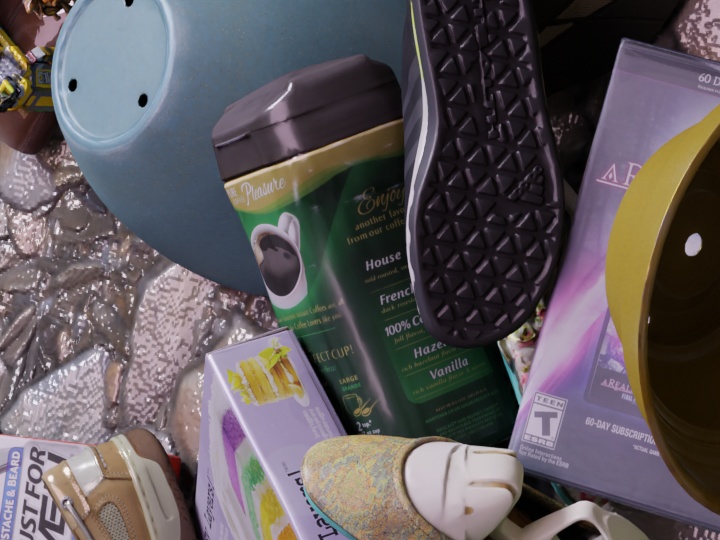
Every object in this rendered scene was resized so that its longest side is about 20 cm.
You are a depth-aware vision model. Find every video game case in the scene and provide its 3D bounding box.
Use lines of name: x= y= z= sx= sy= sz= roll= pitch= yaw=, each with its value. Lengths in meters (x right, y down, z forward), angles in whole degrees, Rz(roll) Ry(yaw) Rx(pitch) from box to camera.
video game case: x=0.158 y=0.011 z=1.212 sx=0.142 sy=0.019 sz=0.201 roll=16 pitch=94 yaw=14

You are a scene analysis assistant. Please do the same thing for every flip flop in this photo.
flip flop: x=0.075 y=-0.113 z=1.327 sx=0.200 sy=0.081 sz=0.058 roll=-42 pitch=42 yaw=35

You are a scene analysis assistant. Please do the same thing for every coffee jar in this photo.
coffee jar: x=0.000 y=0.000 z=1.306 sx=0.104 sy=0.085 sz=0.201 roll=-13 pitch=97 yaw=64

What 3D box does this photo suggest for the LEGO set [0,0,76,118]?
LEGO set: x=-0.198 y=-0.182 z=1.488 sx=0.200 sy=0.116 sz=0.154 roll=-42 pitch=71 yaw=26

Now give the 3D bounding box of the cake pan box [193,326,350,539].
cake pan box: x=-0.024 y=0.157 z=1.308 sx=0.200 sy=0.052 sz=0.185 roll=99 pitch=150 yaw=-54

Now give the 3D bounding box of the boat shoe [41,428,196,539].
boat shoe: x=-0.111 y=0.185 z=1.388 sx=0.201 sy=0.076 sz=0.072 roll=71 pitch=162 yaw=-1

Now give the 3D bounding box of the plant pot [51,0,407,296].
plant pot: x=-0.081 y=-0.095 z=1.417 sx=0.199 sy=0.134 sz=0.201 roll=-9 pitch=76 yaw=41

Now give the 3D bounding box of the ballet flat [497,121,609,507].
ballet flat: x=0.091 y=0.012 z=1.283 sx=0.064 sy=0.076 sz=0.201 roll=-29 pitch=65 yaw=21

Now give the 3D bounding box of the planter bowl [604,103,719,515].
planter bowl: x=0.163 y=-0.003 z=1.137 sx=0.083 sy=0.200 sz=0.202 roll=23 pitch=97 yaw=49

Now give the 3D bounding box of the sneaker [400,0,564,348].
sneaker: x=0.054 y=-0.065 z=1.250 sx=0.083 sy=0.071 sz=0.201 roll=158 pitch=113 yaw=-85

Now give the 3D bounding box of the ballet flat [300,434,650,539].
ballet flat: x=0.071 y=0.116 z=1.209 sx=0.071 sy=0.199 sz=0.071 roll=-57 pitch=10 yaw=15

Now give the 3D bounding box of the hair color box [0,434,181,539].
hair color box: x=-0.203 y=0.142 z=1.459 sx=0.199 sy=0.064 sz=0.112 roll=5 pitch=85 yaw=6

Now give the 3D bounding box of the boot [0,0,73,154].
boot: x=-0.200 y=-0.189 z=1.597 sx=0.187 sy=0.064 sz=0.200 roll=51 pitch=120 yaw=34
